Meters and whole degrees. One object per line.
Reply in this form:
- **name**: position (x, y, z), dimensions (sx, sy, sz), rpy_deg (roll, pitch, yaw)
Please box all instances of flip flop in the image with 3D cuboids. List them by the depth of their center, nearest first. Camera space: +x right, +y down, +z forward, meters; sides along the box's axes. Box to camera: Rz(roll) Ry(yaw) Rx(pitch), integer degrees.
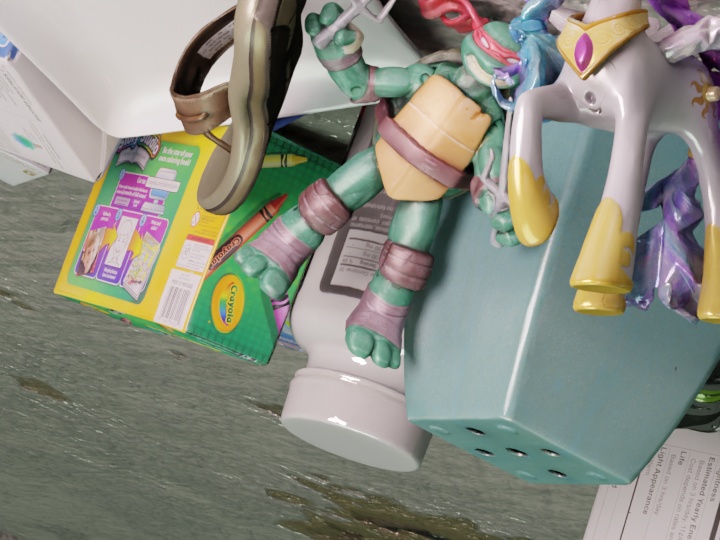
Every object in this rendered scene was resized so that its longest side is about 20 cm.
- **flip flop**: position (-0.065, -0.098, 1.338), dimensions (0.057, 0.081, 0.200), rpy_deg (17, 154, 2)

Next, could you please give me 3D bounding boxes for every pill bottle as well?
- **pill bottle**: position (0.025, 0.003, 1.487), dimensions (0.110, 0.201, 0.111), rpy_deg (18, 165, 5)

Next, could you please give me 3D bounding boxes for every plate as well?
- **plate**: position (-0.079, -0.132, 1.387), dimensions (0.199, 0.032, 0.200), rpy_deg (-7, 156, 19)

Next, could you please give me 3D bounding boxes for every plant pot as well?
- **plant pot**: position (0.111, 0.002, 1.383), dimensions (0.141, 0.201, 0.141), rpy_deg (28, 162, -29)

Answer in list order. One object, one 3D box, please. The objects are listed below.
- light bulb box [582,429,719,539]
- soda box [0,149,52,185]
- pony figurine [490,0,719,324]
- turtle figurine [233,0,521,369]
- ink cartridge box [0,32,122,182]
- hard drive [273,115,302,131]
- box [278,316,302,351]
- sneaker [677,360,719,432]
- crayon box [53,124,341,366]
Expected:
- **light bulb box**: position (0.263, 0.140, 1.667), dimensions (0.199, 0.199, 0.125), rpy_deg (11, 166, 31)
- **soda box**: position (-0.278, -0.125, 1.673), dimensions (0.199, 0.064, 0.068), rpy_deg (27, 163, -22)
- **pony figurine**: position (0.133, -0.080, 1.169), dimensions (0.166, 0.201, 0.193), rpy_deg (-3, 170, 38)
- **turtle figurine**: position (0.031, -0.059, 1.331), dimensions (0.150, 0.200, 0.101), rpy_deg (40, -159, 17)
- **ink cartridge box**: position (-0.233, -0.138, 1.507), dimensions (0.199, 0.077, 0.137), rpy_deg (18, 159, 26)
- **hard drive**: position (-0.118, -0.111, 1.597), dimensions (0.132, 0.025, 0.200), rpy_deg (25, 163, -18)
- **box**: position (-0.003, 0.034, 1.862), dimensions (0.122, 0.048, 0.200), rpy_deg (21, 171, -32)
- **sneaker**: position (0.186, 0.042, 1.475), dimensions (0.082, 0.071, 0.200), rpy_deg (17, 154, -15)
- **crayon box**: position (-0.096, -0.022, 1.538), dimensions (0.058, 0.119, 0.200), rpy_deg (24, 175, -28)
